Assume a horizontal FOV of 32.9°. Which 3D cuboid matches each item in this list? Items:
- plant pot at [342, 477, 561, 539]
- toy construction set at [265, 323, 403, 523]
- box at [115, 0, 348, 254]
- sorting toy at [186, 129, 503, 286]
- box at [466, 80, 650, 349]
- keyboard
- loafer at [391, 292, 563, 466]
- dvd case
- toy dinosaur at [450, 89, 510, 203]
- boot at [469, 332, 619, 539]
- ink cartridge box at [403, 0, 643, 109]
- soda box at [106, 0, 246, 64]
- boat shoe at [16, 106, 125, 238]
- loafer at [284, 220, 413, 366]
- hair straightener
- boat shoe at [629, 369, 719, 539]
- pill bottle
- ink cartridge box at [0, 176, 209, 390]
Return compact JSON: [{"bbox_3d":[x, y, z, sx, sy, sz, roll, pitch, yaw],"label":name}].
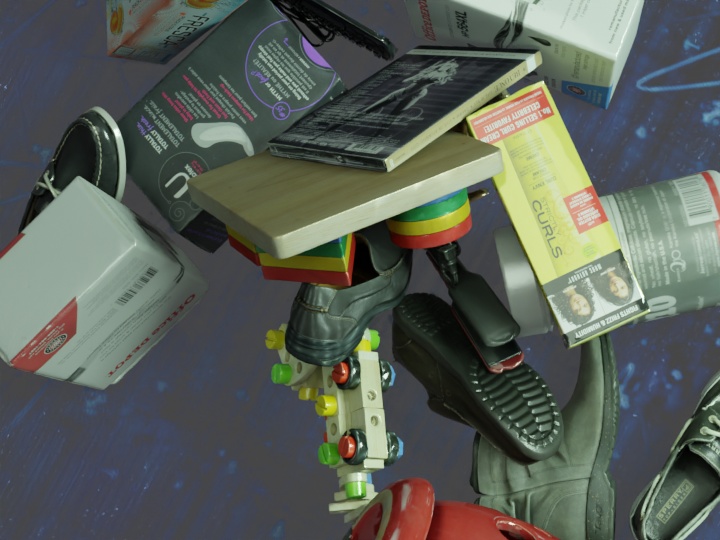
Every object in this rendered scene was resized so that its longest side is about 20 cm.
[{"bbox_3d":[0.066,0.273,0.965,0.181,0.200,0.202,32,87,-5],"label":"plant pot"},{"bbox_3d":[-0.018,0.129,1.062,0.091,0.131,0.203,-9,77,-38],"label":"toy construction set"},{"bbox_3d":[-0.116,-0.133,1.119,0.200,0.106,0.122,-42,77,0],"label":"box"},{"bbox_3d":[-0.013,-0.054,0.990,0.198,0.198,0.070,-22,115,-20],"label":"sorting toy"},{"bbox_3d":[0.157,-0.044,0.976,0.074,0.050,0.202,-23,81,5],"label":"box"},{"bbox_3d":[-0.055,-0.238,1.131,0.199,0.104,0.040,33,97,9],"label":"keyboard"},{"bbox_3d":[0.098,0.101,1.059,0.072,0.072,0.200,-15,46,-34],"label":"loafer"},{"bbox_3d":[0.038,-0.141,1.030,0.148,0.016,0.199,13,41,46],"label":"dvd case"},{"bbox_3d":[0.071,-0.108,1.110,0.199,0.060,0.107,-27,88,36],"label":"toy dinosaur"},{"bbox_3d":[0.158,0.148,1.061,0.129,0.068,0.203,2,81,15],"label":"boot"},{"bbox_3d":[0.142,-0.232,1.075,0.198,0.146,0.085,22,85,12],"label":"ink cartridge box"},{"bbox_3d":[-0.167,-0.250,1.103,0.063,0.199,0.069,3,80,-32],"label":"soda box"},{"bbox_3d":[-0.267,-0.060,1.097,0.074,0.060,0.201,50,133,17],"label":"boat shoe"},{"bbox_3d":[0.000,0.000,1.046,0.072,0.200,0.073,17,126,13],"label":"loafer"},{"bbox_3d":[0.087,-0.008,1.059,0.040,0.077,0.201,-19,49,-5],"label":"hair straightener"},{"bbox_3d":[0.302,0.156,1.036,0.070,0.064,0.201,34,88,11],"label":"boat shoe"},{"bbox_3d":[0.220,-0.009,1.047,0.197,0.114,0.116,-13,80,7],"label":"pill bottle"},{"bbox_3d":[-0.234,0.018,1.068,0.147,0.200,0.083,-44,75,0],"label":"ink cartridge box"}]
